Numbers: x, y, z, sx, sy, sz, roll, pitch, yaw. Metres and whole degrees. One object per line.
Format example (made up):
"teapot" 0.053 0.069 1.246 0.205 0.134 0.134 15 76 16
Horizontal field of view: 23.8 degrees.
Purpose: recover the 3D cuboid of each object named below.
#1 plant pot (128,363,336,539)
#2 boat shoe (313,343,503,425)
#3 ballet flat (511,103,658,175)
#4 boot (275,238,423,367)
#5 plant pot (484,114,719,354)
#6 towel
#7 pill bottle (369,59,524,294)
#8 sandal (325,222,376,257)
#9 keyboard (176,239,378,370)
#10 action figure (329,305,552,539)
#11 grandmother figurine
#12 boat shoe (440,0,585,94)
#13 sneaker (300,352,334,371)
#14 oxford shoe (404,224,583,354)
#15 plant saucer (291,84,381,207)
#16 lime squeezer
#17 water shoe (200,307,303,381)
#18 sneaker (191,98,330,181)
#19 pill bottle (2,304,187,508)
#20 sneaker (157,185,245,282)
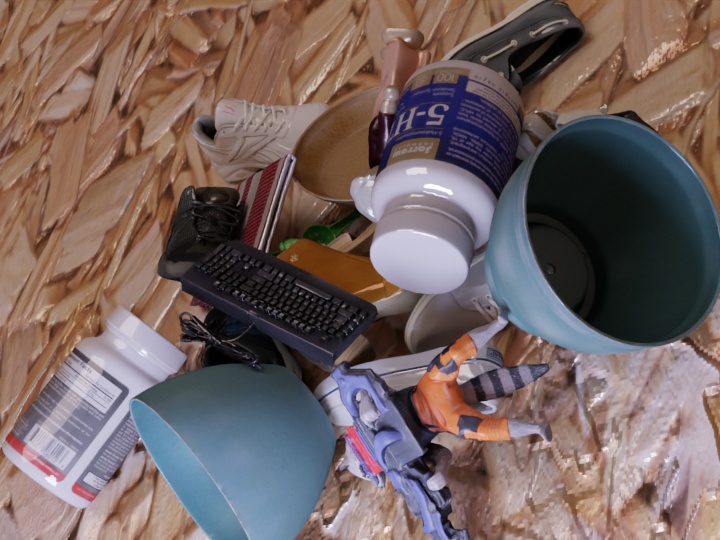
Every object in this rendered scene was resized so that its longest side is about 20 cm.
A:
"plant pot" -0.103 0.163 1.591 0.135 0.200 0.200 -36 32 -19
"boat shoe" 0.041 0.131 1.561 0.202 0.075 0.086 -14 58 28
"ballet flat" 0.196 -0.126 1.625 0.200 0.073 0.073 4 61 48
"boot" 0.000 0.001 1.651 0.144 0.071 0.201 35 68 31
"plant pot" 0.188 -0.016 1.450 0.134 0.200 0.200 -32 34 57
"towel" -0.124 -0.039 1.839 0.200 0.023 0.144 -23 49 64
"pill bottle" 0.075 -0.083 1.561 0.120 0.120 0.200 -16 43 37
"sandal" 0.048 -0.034 1.716 0.212 0.078 0.070 -37 69 27
"keyboard" -0.094 0.039 1.600 0.200 0.021 0.127 24 58 34
"action figure" 0.073 0.145 1.469 0.193 0.200 0.105 -24 3 24
"grandmother figurine" 0.030 -0.140 1.676 0.061 0.121 0.200 4 66 10
"boat shoe" 0.142 -0.204 1.733 0.200 0.073 0.062 -38 50 -10
"sneaker" -0.071 0.024 1.753 0.074 0.082 0.200 -47 36 1
"oxford shoe" 0.124 0.019 1.569 0.200 0.075 0.058 -37 49 13
"plant saucer" 0.026 -0.126 1.788 0.200 0.035 0.200 -15 38 12
"lime squeezer" -0.048 -0.028 1.761 0.200 0.038 0.071 -28 3 -43
"water shoe" -0.128 0.077 1.753 0.200 0.079 0.072 37 108 54
"sneaker" -0.118 -0.160 1.951 0.200 0.099 0.078 -13 49 38
"pill bottle" -0.281 0.144 1.833 0.200 0.116 0.116 -53 36 -7
"sneaker" -0.161 -0.036 1.783 0.199 0.076 0.114 -163 89 -76
